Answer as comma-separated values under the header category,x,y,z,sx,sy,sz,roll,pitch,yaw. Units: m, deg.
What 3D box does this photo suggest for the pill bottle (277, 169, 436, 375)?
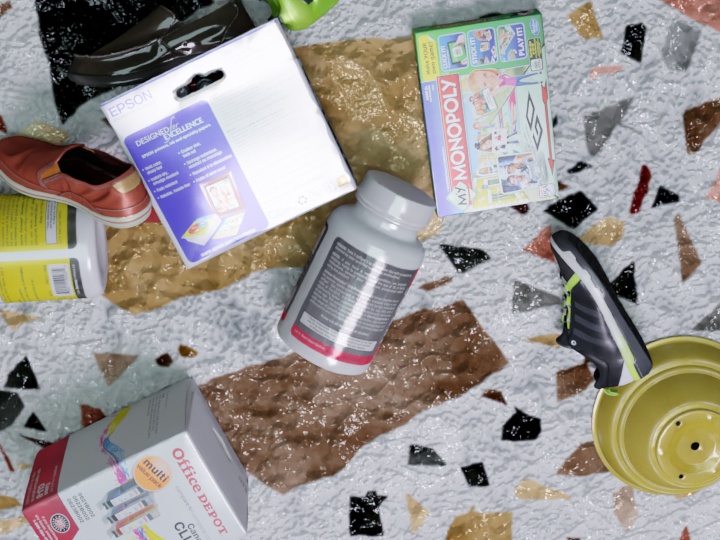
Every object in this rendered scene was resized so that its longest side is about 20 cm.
category,x,y,z,sx,sy,sz,roll,pitch,yaw
pill bottle,0.000,0.000,1.499,0.110,0.111,0.201,23,106,-12

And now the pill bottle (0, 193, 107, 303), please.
category,x,y,z,sx,sy,sz,roll,pitch,yaw
pill bottle,-0.366,-0.022,1.462,0.199,0.113,0.113,-3,110,-3

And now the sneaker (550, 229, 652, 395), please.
category,x,y,z,sx,sy,sz,roll,pitch,yaw
sneaker,0.245,0.053,1.557,0.083,0.072,0.200,-28,104,15

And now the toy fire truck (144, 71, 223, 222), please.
category,x,y,z,sx,sy,sz,roll,pitch,yaw
toy fire truck,-0.154,-0.135,1.473,0.199,0.049,0.142,-11,111,-2

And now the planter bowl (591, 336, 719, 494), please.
category,x,y,z,sx,sy,sz,roll,pitch,yaw
planter bowl,0.368,0.183,1.607,0.199,0.084,0.201,-1,109,-3

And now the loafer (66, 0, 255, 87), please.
category,x,y,z,sx,sy,sz,roll,pitch,yaw
loafer,-0.200,-0.230,1.432,0.199,0.073,0.072,-13,100,-5

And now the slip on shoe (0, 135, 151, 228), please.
category,x,y,z,sx,sy,sz,roll,pitch,yaw
slip on shoe,-0.292,-0.103,1.424,0.199,0.074,0.061,22,135,29

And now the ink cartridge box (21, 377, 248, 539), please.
category,x,y,z,sx,sy,sz,roll,pitch,yaw
ink cartridge box,-0.238,0.240,1.547,0.199,0.145,0.146,-27,109,4

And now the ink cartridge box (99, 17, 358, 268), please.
category,x,y,z,sx,sy,sz,roll,pitch,yaw
ink cartridge box,-0.130,-0.129,1.428,0.197,0.043,0.201,-25,117,1

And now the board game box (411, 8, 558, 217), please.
category,x,y,z,sx,sy,sz,roll,pitch,yaw
board game box,0.133,-0.164,1.496,0.134,0.029,0.201,-10,110,-2

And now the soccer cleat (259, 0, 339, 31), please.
category,x,y,z,sx,sy,sz,roll,pitch,yaw
soccer cleat,-0.090,-0.335,1.407,0.081,0.067,0.201,-33,110,-12
